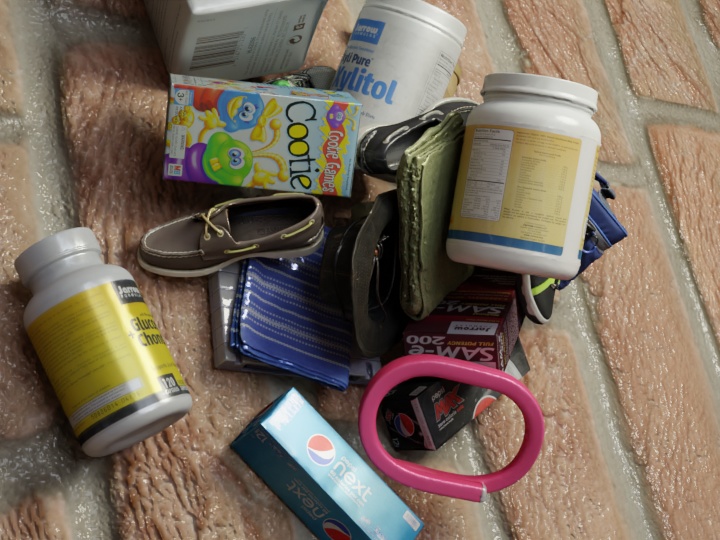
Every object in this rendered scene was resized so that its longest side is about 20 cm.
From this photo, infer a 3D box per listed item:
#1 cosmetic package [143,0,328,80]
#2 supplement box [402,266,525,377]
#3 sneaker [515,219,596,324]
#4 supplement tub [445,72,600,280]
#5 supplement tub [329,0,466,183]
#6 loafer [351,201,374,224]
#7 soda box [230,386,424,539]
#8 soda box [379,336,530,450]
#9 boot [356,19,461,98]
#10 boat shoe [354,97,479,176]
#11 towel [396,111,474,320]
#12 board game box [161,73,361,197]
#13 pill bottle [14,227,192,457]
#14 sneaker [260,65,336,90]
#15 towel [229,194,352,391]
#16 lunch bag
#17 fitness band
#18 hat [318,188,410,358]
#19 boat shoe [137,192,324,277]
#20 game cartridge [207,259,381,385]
[{"bbox_3d":[-0.155,-0.342,1.401,0.166,0.167,0.200,-14,73,-20],"label":"cosmetic package"},{"bbox_3d":[0.125,0.051,1.401,0.200,0.109,0.061,-58,144,-59],"label":"supplement box"},{"bbox_3d":[0.224,-0.036,1.394,0.072,0.083,0.201,-20,111,-69],"label":"sneaker"},{"bbox_3d":[0.175,-0.098,1.305,0.144,0.145,0.201,10,90,-32],"label":"supplement tub"},{"bbox_3d":[0.032,-0.215,1.460,0.132,0.132,0.201,21,89,-25],"label":"supplement tub"},{"bbox_3d":[0.068,-0.070,1.494,0.200,0.076,0.068,-16,80,-40],"label":"loafer"},{"bbox_3d":[-0.034,0.219,1.255,0.200,0.068,0.064,47,46,-4],"label":"soda box"},{"bbox_3d":[0.110,0.130,1.404,0.200,0.063,0.071,-33,107,-43],"label":"soda box"},{"bbox_3d":[0.054,-0.220,1.580,0.175,0.066,0.200,28,52,-20],"label":"boot"},{"bbox_3d":[0.080,-0.150,1.393,0.200,0.060,0.074,-15,113,-36],"label":"boat shoe"},{"bbox_3d":[0.083,-0.060,1.339,0.148,0.036,0.201,-37,130,-50],"label":"towel"},{"bbox_3d":[-0.109,-0.146,1.323,0.199,0.105,0.103,5,104,-10],"label":"board game box"},{"bbox_3d":[-0.248,0.065,1.158,0.112,0.112,0.200,-19,77,-41],"label":"pill bottle"},{"bbox_3d":[-0.082,-0.194,1.451,0.078,0.085,0.200,50,46,-1],"label":"sneaker"},{"bbox_3d":[-0.066,0.023,1.335,0.145,0.024,0.200,23,53,-25],"label":"towel"},{"bbox_3d":[0.238,-0.082,1.521,0.136,0.132,0.200,44,8,-32],"label":"lunch bag"},{"bbox_3d":[0.095,0.166,1.298,0.199,0.144,0.037,13,11,-6],"label":"fitness band"},{"bbox_3d":[0.000,0.000,1.327,0.201,0.081,0.201,6,90,-68],"label":"hat"},{"bbox_3d":[-0.136,-0.042,1.288,0.199,0.060,0.072,-7,57,-8],"label":"boat shoe"},{"bbox_3d":[-0.072,0.055,1.349,0.200,0.038,0.130,10,55,-32],"label":"game cartridge"}]
